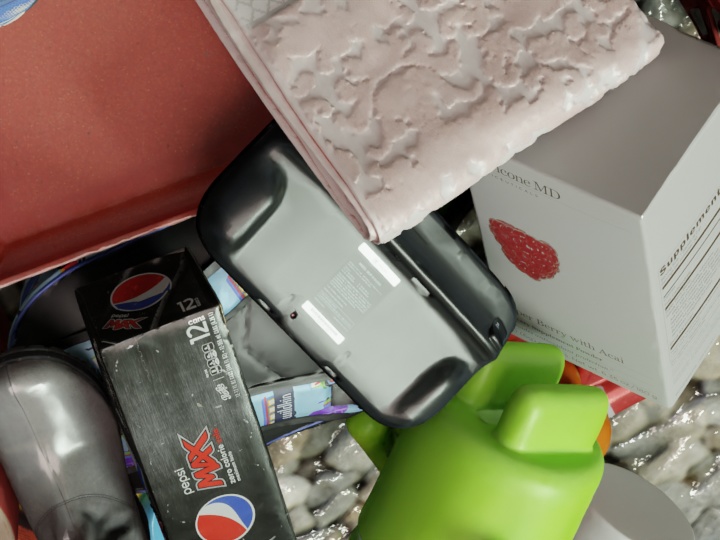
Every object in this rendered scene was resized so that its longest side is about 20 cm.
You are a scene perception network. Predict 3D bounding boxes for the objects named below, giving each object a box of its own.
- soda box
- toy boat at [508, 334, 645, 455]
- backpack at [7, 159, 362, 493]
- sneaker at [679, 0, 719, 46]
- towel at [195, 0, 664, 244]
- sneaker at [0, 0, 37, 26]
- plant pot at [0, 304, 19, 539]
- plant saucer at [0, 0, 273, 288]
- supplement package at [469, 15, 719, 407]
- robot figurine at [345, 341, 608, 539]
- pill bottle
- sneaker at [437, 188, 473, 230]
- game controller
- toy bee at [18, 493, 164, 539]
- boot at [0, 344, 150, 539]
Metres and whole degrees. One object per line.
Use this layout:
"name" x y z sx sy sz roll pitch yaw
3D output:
"soda box" -0.090 0.090 1.519 0.071 0.063 0.200 -21 126 -7
"toy boat" 0.111 0.074 1.708 0.200 0.131 0.131 -28 129 4
"backpack" -0.101 0.024 1.593 0.200 0.135 0.183 -24 125 -1
"sneaker" 0.243 -0.165 1.547 0.115 0.200 0.078 -31 103 0
"towel" 0.031 -0.140 1.469 0.200 0.191 0.032 -34 174 -19
"sneaker" -0.256 -0.155 1.415 0.199 0.089 0.079 4 98 -11
"plant pot" -0.276 0.110 1.578 0.200 0.177 0.201 -9 128 -11
"plant saucer" -0.143 -0.116 1.496 0.199 0.037 0.200 -20 99 -3
"supplement package" 0.145 -0.039 1.578 0.120 0.121 0.200 -53 153 -22
"robot figurine" 0.065 0.138 1.619 0.116 0.175 0.200 1 123 -44
"pill bottle" 0.128 0.228 1.839 0.119 0.120 0.200 18 119 -29
"sneaker" 0.073 -0.094 1.599 0.071 0.083 0.200 17 118 -21
"game controller" 0.000 0.000 1.512 0.104 0.042 0.200 -41 121 4
"toy bee" -0.131 0.109 1.687 0.131 0.200 0.109 10 97 15
"boot" -0.146 0.142 1.505 0.070 0.132 0.200 -21 133 6
